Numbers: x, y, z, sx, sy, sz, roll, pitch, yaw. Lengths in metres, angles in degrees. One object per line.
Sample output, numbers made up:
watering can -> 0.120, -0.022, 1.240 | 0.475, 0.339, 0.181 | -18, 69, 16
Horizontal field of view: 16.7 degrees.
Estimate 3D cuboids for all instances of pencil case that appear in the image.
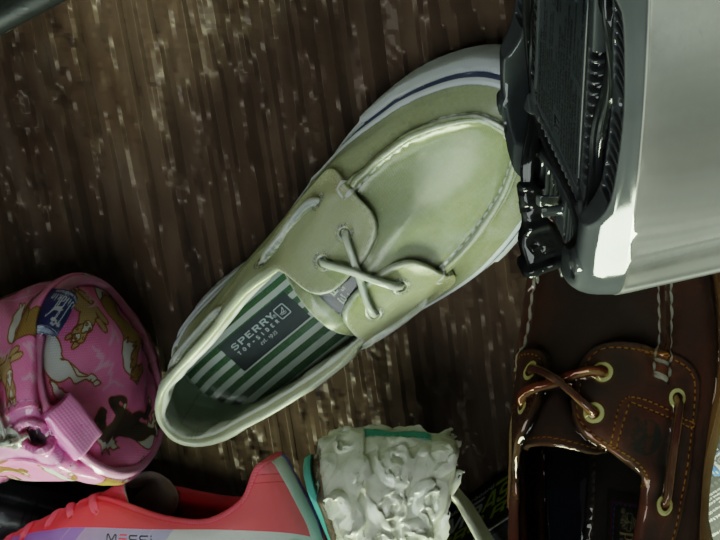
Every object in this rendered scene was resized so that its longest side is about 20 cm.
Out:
pencil case -> -0.174, 0.060, 0.947 | 0.199, 0.083, 0.086 | -14, 154, 27

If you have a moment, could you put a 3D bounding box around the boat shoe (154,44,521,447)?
boat shoe -> 0.000, 0.000, 0.871 | 0.072, 0.062, 0.200 | 40, 124, -9

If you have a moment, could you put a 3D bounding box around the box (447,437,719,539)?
box -> 0.118, 0.131, 0.929 | 0.160, 0.044, 0.200 | 43, 124, -12

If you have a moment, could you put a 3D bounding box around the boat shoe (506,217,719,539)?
boat shoe -> 0.084, 0.056, 0.830 | 0.070, 0.070, 0.202 | -2, 92, 40

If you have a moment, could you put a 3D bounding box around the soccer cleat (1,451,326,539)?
soccer cleat -> -0.101, 0.114, 0.943 | 0.199, 0.068, 0.074 | -8, 98, 28

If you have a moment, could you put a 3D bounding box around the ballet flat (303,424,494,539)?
ballet flat -> 0.031, 0.143, 0.901 | 0.071, 0.072, 0.201 | -3, 120, 20

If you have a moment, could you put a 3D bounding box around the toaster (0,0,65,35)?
toaster -> -0.126, -0.172, 0.768 | 0.199, 0.119, 0.181 | -24, 111, 28

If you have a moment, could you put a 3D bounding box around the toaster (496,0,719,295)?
toaster -> 0.114, -0.077, 0.736 | 0.128, 0.114, 0.201 | -8, 128, -9

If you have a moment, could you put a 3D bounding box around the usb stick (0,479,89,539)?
usb stick -> -0.092, 0.122, 0.998 | 0.198, 0.033, 0.056 | 15, 124, 8
